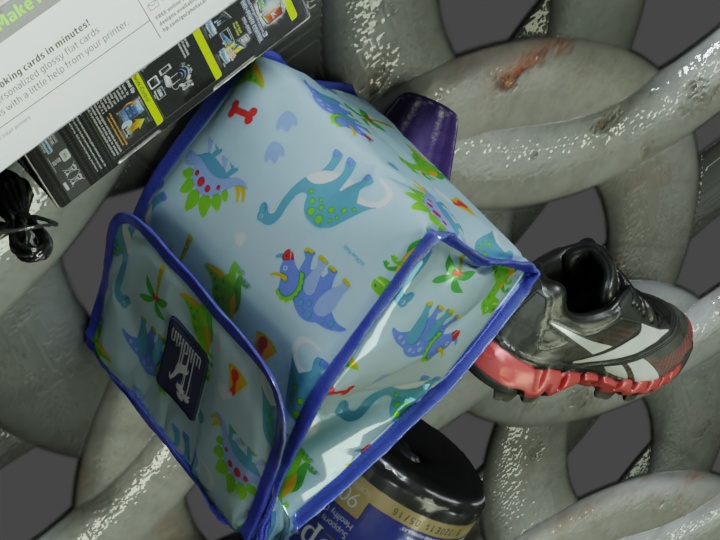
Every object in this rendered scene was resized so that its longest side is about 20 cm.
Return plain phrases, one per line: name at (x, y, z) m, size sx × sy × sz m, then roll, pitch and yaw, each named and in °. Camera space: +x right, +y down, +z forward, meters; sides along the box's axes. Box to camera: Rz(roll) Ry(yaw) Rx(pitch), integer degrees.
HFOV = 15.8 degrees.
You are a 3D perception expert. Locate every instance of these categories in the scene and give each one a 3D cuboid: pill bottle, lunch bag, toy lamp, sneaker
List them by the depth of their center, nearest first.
lunch bag at (-0.041, 0.016, 1.333) m, size 0.200 × 0.170 × 0.127 m, roll -53°, pitch 145°, yaw 15°
toy lamp at (0.000, 0.000, 1.415) m, size 0.058 × 0.058 × 0.201 m, roll 33°, pitch 77°, yaw -55°
pill bottle at (-0.019, 0.185, 1.585) m, size 0.112 × 0.112 × 0.200 m, roll 12°, pitch 116°, yaw -51°
sneaker at (0.152, 0.029, 1.636) m, size 0.200 × 0.071 × 0.098 m, roll 1°, pitch 128°, yaw -45°

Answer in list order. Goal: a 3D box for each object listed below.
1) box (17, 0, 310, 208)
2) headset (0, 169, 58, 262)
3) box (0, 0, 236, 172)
box at (-0.121, -0.140, 1.198) m, size 0.160 × 0.044 × 0.200 m, roll -39°, pitch 146°, yaw -9°
headset at (-0.218, -0.056, 1.172) m, size 0.124 × 0.094 × 0.200 m, roll -45°, pitch 130°, yaw 17°
box at (-0.159, -0.155, 1.075) m, size 0.156 × 0.041 × 0.200 m, roll -36°, pitch 118°, yaw -11°
